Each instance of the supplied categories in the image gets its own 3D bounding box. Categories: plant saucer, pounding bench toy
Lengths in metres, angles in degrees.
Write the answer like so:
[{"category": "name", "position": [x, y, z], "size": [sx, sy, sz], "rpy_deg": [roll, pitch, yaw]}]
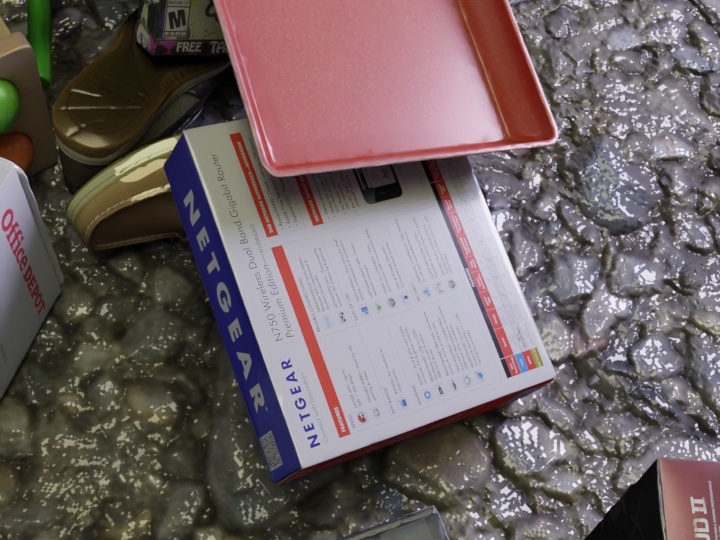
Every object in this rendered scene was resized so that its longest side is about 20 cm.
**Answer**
[{"category": "plant saucer", "position": [0.001, -0.147, 0.708], "size": [0.197, 0.037, 0.203], "rpy_deg": [-9, 70, -27]}, {"category": "pounding bench toy", "position": [-0.249, -0.136, 0.747], "size": [0.198, 0.125, 0.157], "rpy_deg": [-30, 69, -19]}]

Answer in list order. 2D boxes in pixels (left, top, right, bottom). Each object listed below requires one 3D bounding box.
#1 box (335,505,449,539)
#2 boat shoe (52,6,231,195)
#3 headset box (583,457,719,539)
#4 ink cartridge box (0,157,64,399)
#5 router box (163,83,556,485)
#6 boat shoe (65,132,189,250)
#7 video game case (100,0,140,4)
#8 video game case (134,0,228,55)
[{"category": "box", "position": [0.003, 0.246, 0.614], "size": [0.157, 0.046, 0.202], "rpy_deg": [-16, 65, -13]}, {"category": "boat shoe", "position": [-0.141, -0.122, 0.784], "size": [0.073, 0.065, 0.200], "rpy_deg": [34, 45, 5]}, {"category": "headset box", "position": [0.212, 0.161, 0.621], "size": [0.196, 0.149, 0.076], "rpy_deg": [4, 61, -4]}, {"category": "ink cartridge box", "position": [-0.253, 0.046, 0.641], "size": [0.082, 0.146, 0.202], "rpy_deg": [19, 62, 7]}, {"category": "router box", "position": [0.000, 0.000, 0.695], "size": [0.177, 0.049, 0.203], "rpy_deg": [-14, 77, -28]}, {"category": "boat shoe", "position": [-0.084, -0.049, 0.744], "size": [0.197, 0.074, 0.067], "rpy_deg": [-20, 70, -15]}, {"category": "video game case", "position": [-0.118, -0.263, 0.724], "size": [0.180, 0.202, 0.022], "rpy_deg": [-8, 34, -44]}, {"category": "video game case", "position": [-0.041, -0.230, 0.758], "size": [0.198, 0.184, 0.036], "rpy_deg": [-6, 32, -32]}]
